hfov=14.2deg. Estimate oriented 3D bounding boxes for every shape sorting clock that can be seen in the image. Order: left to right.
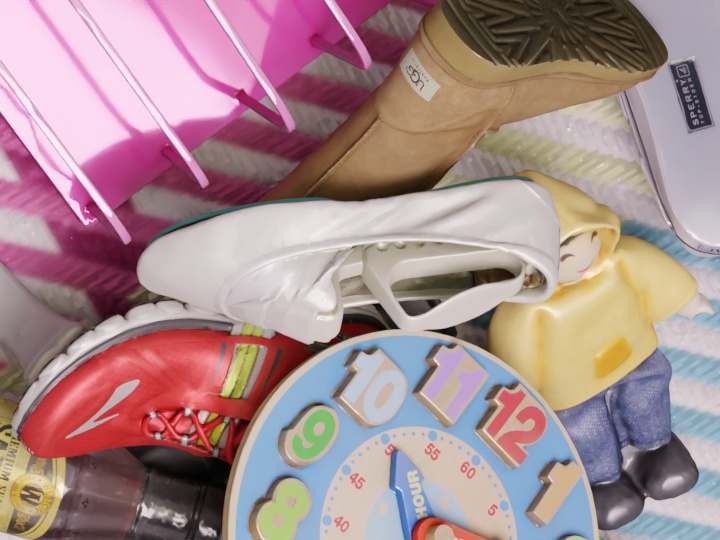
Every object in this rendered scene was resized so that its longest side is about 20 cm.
[{"bbox_3d":[0.028,0.126,1.344,0.200,0.039,0.200,9,73,-30],"label":"shape sorting clock"}]

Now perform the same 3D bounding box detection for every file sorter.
[{"bbox_3d":[-0.079,-0.124,1.359,0.200,0.125,0.139,-37,108,-6],"label":"file sorter"}]

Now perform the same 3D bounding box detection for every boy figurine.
[{"bbox_3d":[0.119,0.031,1.449,0.124,0.064,0.200,-24,128,-11],"label":"boy figurine"}]

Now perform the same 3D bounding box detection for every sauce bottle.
[{"bbox_3d":[-0.162,0.095,1.392,0.200,0.066,0.066,14,97,-5],"label":"sauce bottle"}]

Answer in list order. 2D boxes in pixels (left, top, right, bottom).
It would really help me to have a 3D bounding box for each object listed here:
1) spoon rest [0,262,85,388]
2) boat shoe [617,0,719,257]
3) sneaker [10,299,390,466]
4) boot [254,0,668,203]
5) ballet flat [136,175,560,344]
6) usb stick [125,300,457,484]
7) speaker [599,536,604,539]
[{"bbox_3d":[-0.219,-0.023,1.383,0.200,0.061,0.099,43,86,-5],"label":"spoon rest"},{"bbox_3d":[0.155,-0.103,1.461,0.074,0.065,0.200,-7,82,-7],"label":"boat shoe"},{"bbox_3d":[-0.064,0.062,1.364,0.200,0.085,0.077,-10,146,-24],"label":"sneaker"},{"bbox_3d":[0.033,-0.059,1.405,0.175,0.066,0.200,-4,146,-47],"label":"boot"},{"bbox_3d":[0.000,0.000,1.332,0.200,0.069,0.069,-8,103,-12],"label":"ballet flat"},{"bbox_3d":[-0.046,0.065,1.455,0.200,0.033,0.055,-31,98,-8],"label":"usb stick"},{"bbox_3d":[0.065,0.147,1.468,0.200,0.088,0.088,33,91,-23],"label":"speaker"}]
